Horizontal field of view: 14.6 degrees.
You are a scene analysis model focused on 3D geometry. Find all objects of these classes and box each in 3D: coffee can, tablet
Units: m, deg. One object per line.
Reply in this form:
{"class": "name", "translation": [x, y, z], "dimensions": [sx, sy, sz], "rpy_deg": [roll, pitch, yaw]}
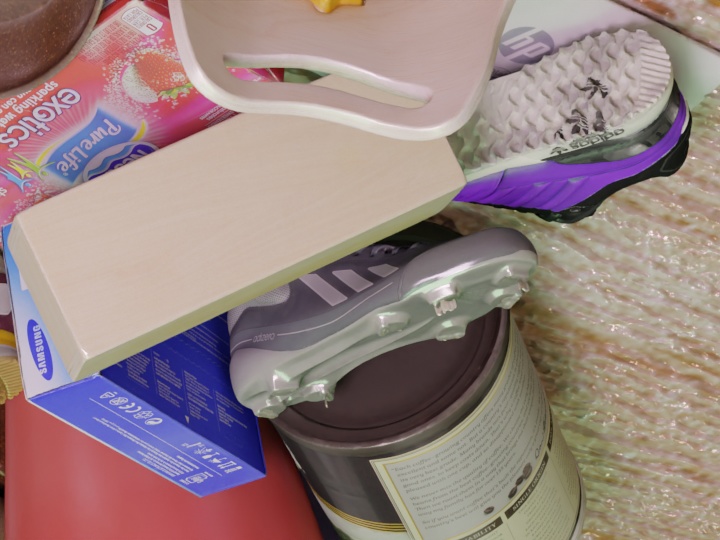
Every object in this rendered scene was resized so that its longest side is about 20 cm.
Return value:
{"class": "coffee can", "translation": [0.035, 0.088, 1.569], "dimensions": [0.146, 0.147, 0.200], "rpy_deg": [-8, 143, 15]}
{"class": "tablet", "translation": [0.071, -0.106, 1.412], "dimensions": [0.200, 0.014, 0.130], "rpy_deg": [22, 140, -25]}

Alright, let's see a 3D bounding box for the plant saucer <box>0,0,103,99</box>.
{"class": "plant saucer", "translation": [-0.196, -0.172, 1.269], "dimensions": [0.200, 0.037, 0.201], "rpy_deg": [13, 127, 18]}

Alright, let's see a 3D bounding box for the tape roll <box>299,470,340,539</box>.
{"class": "tape roll", "translation": [0.004, 0.211, 1.797], "dimensions": [0.199, 0.085, 0.200], "rpy_deg": [2, 145, 1]}

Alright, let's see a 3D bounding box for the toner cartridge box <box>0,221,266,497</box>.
{"class": "toner cartridge box", "translation": [-0.112, 0.044, 1.431], "dimensions": [0.043, 0.095, 0.200], "rpy_deg": [-19, 155, 16]}

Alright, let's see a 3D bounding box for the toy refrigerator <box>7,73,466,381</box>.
{"class": "toy refrigerator", "translation": [-0.059, -0.026, 1.317], "dimensions": [0.200, 0.076, 0.070], "rpy_deg": [-26, 174, -15]}

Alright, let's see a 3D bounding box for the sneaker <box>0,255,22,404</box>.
{"class": "sneaker", "translation": [-0.283, 0.047, 1.571], "dimensions": [0.199, 0.090, 0.075], "rpy_deg": [-13, 152, 4]}

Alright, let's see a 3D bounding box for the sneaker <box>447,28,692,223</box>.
{"class": "sneaker", "translation": [0.074, -0.054, 1.415], "dimensions": [0.199, 0.070, 0.100], "rpy_deg": [-10, 149, 21]}

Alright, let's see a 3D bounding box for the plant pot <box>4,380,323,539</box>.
{"class": "plant pot", "translation": [-0.117, 0.137, 1.588], "dimensions": [0.200, 0.178, 0.200], "rpy_deg": [-12, 169, -2]}

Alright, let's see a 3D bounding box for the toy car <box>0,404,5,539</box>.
{"class": "toy car", "translation": [-0.247, 0.170, 1.658], "dimensions": [0.158, 0.201, 0.164], "rpy_deg": [-26, 135, 34]}

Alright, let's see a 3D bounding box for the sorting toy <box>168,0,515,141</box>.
{"class": "sorting toy", "translation": [-0.012, -0.136, 1.231], "dimensions": [0.199, 0.180, 0.107], "rpy_deg": [11, 141, -9]}

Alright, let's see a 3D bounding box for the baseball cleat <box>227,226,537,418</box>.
{"class": "baseball cleat", "translation": [0.000, 0.000, 1.425], "dimensions": [0.200, 0.107, 0.070], "rpy_deg": [-27, 154, 33]}

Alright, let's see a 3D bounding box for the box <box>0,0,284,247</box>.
{"class": "box", "translation": [-0.131, -0.101, 1.361], "dimensions": [0.095, 0.100, 0.200], "rpy_deg": [30, 136, -32]}
